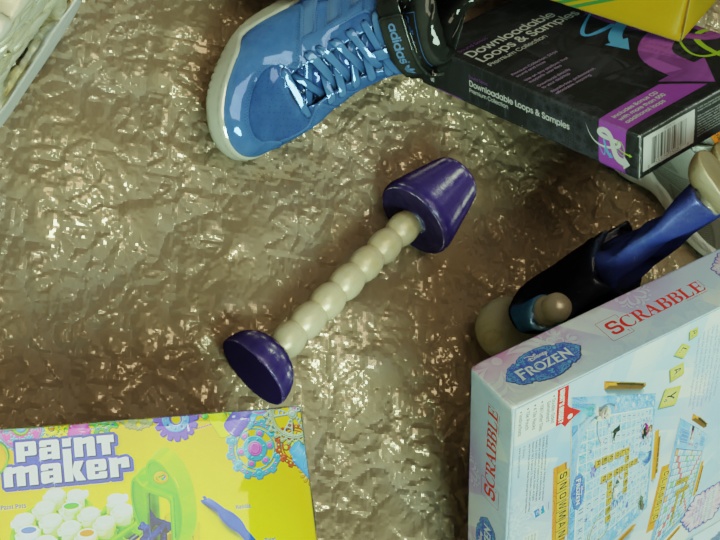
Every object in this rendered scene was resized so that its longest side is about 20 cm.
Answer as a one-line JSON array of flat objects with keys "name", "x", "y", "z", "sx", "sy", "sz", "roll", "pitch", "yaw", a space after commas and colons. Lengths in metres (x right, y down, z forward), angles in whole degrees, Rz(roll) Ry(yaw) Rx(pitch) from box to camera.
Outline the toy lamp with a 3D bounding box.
[{"name": "toy lamp", "x": 0.000, "y": 0.000, "z": 0.831, "sx": 0.058, "sy": 0.058, "sz": 0.200, "roll": 48, "pitch": 65, "yaw": -2}]

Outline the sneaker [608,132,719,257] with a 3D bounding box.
[{"name": "sneaker", "x": 0.250, "y": -0.069, "z": 0.942, "sx": 0.199, "sy": 0.079, "sz": 0.074, "roll": 38, "pitch": 61, "yaw": -9}]

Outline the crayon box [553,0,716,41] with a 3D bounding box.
[{"name": "crayon box", "x": 0.183, "y": -0.222, "z": 0.908, "sx": 0.198, "sy": 0.051, "sz": 0.127, "roll": 24, "pitch": 41, "yaw": 23}]

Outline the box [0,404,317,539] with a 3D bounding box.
[{"name": "box", "x": -0.128, "y": 0.181, "z": 0.681, "sx": 0.198, "sy": 0.122, "sz": 0.195, "roll": -1, "pitch": 74, "yaw": -22}]

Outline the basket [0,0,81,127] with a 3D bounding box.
[{"name": "basket", "x": -0.261, "y": -0.187, "z": 0.744, "sx": 0.199, "sy": 0.123, "sz": 0.136, "roll": 33, "pitch": 65, "yaw": -10}]

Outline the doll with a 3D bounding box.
[{"name": "doll", "x": 0.151, "y": -0.001, "z": 0.814, "sx": 0.049, "sy": 0.200, "sz": 0.136, "roll": 57, "pitch": 32, "yaw": 8}]

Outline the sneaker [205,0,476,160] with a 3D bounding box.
[{"name": "sneaker", "x": -0.004, "y": -0.141, "z": 0.834, "sx": 0.200, "sy": 0.110, "sz": 0.077, "roll": -46, "pitch": 128, "yaw": -31}]

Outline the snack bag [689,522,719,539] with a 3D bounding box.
[{"name": "snack bag", "x": 0.173, "y": 0.205, "z": 0.854, "sx": 0.188, "sy": 0.021, "sz": 0.201, "roll": 40, "pitch": 66, "yaw": -5}]

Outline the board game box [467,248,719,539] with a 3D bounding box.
[{"name": "board game box", "x": 0.152, "y": 0.102, "z": 0.769, "sx": 0.198, "sy": 0.202, "sz": 0.041, "roll": -22, "pitch": 43, "yaw": -23}]

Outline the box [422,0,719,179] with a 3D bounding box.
[{"name": "box", "x": 0.155, "y": -0.134, "z": 0.874, "sx": 0.142, "sy": 0.199, "sz": 0.036, "roll": -29, "pitch": 129, "yaw": -29}]
